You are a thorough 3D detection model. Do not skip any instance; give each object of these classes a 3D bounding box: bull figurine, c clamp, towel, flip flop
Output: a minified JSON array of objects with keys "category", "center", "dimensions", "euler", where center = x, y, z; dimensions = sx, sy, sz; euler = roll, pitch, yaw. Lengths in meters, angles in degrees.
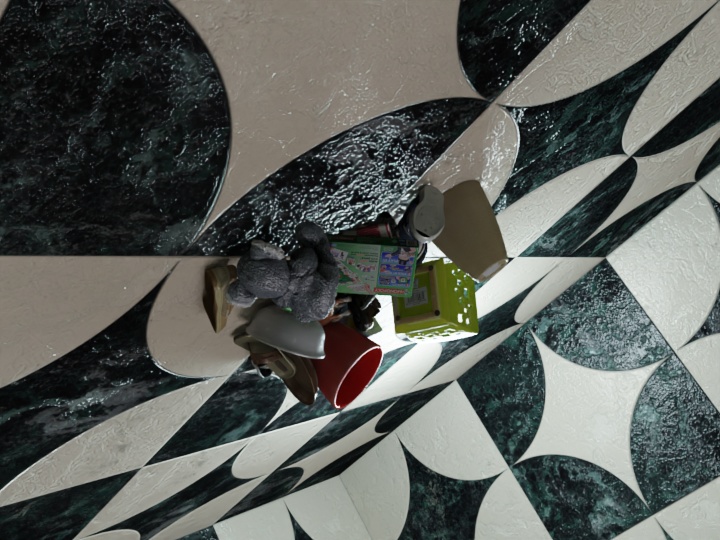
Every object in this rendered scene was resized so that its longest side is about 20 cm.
[{"category":"bull figurine","center":[-0.084,0.080,1.836],"dimensions":[0.118,0.067,0.201],"euler":[-13,158,-11]},{"category":"c clamp","center":[0.057,0.012,1.753],"dimensions":[0.202,0.027,0.171],"euler":[-53,-173,-8]},{"category":"towel","center":[-0.017,-0.026,1.595],"dimensions":[0.195,0.023,0.146],"euler":[-13,128,10]},{"category":"flip flop","center":[-0.229,0.213,1.811],"dimensions":[0.080,0.058,0.200],"euler":[-22,130,24]}]

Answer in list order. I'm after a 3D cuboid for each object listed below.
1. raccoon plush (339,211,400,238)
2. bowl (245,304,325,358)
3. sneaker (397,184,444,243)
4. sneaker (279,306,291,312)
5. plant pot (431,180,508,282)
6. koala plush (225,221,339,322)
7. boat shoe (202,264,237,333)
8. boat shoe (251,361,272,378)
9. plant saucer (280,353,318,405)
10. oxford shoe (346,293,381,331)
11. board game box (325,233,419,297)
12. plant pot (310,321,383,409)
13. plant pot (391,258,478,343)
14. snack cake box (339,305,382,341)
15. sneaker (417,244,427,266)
[{"category":"raccoon plush","center":[0.018,-0.046,1.688],"dimensions":[0.131,0.098,0.201],"euler":[-20,155,-12]},{"category":"bowl","center":[-0.160,0.126,1.726],"dimensions":[0.200,0.198,0.092],"euler":[13,98,-62]},{"category":"sneaker","center":[0.123,-0.085,1.658],"dimensions":[0.148,0.079,0.202],"euler":[-58,-171,38]},{"category":"sneaker","center":[-0.112,0.020,1.683],"dimensions":[0.198,0.078,0.086],"euler":[-33,155,-26]},{"category":"plant pot","center":[0.269,-0.079,1.820],"dimensions":[0.184,0.202,0.188],"euler":[-27,159,-11]},{"category":"koala plush","center":[-0.156,0.007,1.449],"dimensions":[0.197,0.185,0.178],"euler":[13,126,-45]},{"category":"boat shoe","center":[-0.279,0.061,1.514],"dimensions":[0.063,0.072,0.201],"euler":[-21,155,-24]},{"category":"boat shoe","center":[-0.242,0.216,1.906],"dimensions":[0.069,0.072,0.202],"euler":[-23,156,-19]},{"category":"plant saucer","center":[-0.165,0.251,1.922],"dimensions":[0.036,0.201,0.202],"euler":[-30,161,-28]},{"category":"oxford shoe","center":[0.015,0.091,1.865],"dimensions":[0.082,0.201,0.075],"euler":[-5,111,-7]},{"category":"board game box","center":[0.019,-0.009,1.575],"dimensions":[0.194,0.029,0.137],"euler":[4,129,-3]},{"category":"plant pot","center":[-0.066,0.229,1.954],"dimensions":[0.200,0.176,0.202],"euler":[-42,154,-26]},{"category":"plant pot","center":[0.187,0.079,1.996],"dimensions":[0.196,0.204,0.180],"euler":[-13,164,32]},{"category":"snack cake box","center":[-0.025,0.182,2.088],"dimensions":[0.066,0.116,0.201],"euler":[-19,155,-36]},{"category":"sneaker","center":[0.096,-0.008,1.905],"dimensions":[0.199,0.074,0.111],"euler":[-39,159,16]}]
